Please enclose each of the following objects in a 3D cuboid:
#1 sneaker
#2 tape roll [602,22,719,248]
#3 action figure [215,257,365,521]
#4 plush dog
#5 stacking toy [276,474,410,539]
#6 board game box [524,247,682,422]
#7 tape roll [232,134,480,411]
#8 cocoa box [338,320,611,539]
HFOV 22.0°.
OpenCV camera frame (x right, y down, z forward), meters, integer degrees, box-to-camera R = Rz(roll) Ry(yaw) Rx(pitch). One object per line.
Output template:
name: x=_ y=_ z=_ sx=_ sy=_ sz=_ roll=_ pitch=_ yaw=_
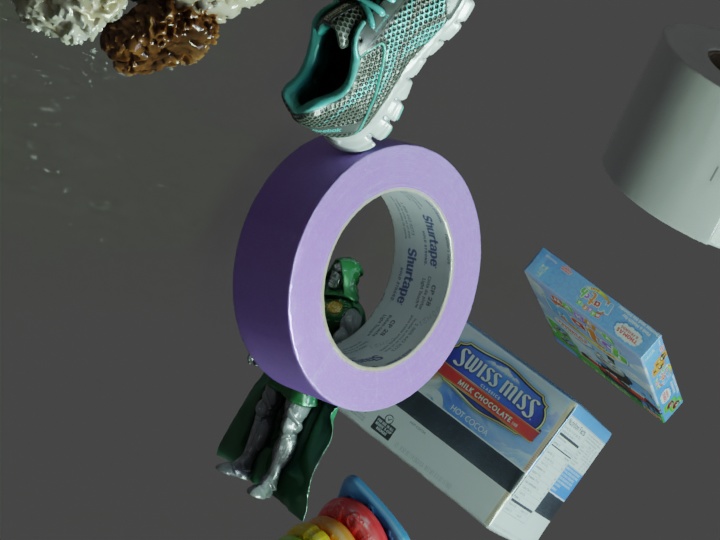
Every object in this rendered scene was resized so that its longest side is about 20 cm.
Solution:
sneaker: x=0.014 y=-0.173 z=1.268 sx=0.091 sy=0.077 sz=0.201 roll=5 pitch=116 yaw=-56
tape roll: x=0.344 y=-0.123 z=1.728 sx=0.202 sy=0.202 sz=0.140 roll=-15 pitch=136 yaw=-52
action figure: x=-0.048 y=0.081 z=1.463 sx=0.055 sy=0.118 sz=0.201 roll=18 pitch=98 yaw=-50
plush dog: x=-0.099 y=-0.196 z=0.932 sx=0.200 sy=0.172 sz=0.160 roll=-52 pitch=154 yaw=-1
stacking toy: x=-0.058 y=0.278 z=1.687 sx=0.199 sy=0.110 sz=0.117 roll=-14 pitch=138 yaw=-37
board game box: x=0.246 y=0.067 z=1.853 sx=0.037 sy=0.151 sz=0.200 roll=-48 pitch=153 yaw=-8
tape roll: x=0.000 y=0.000 z=1.377 sx=0.199 sy=0.065 sz=0.202 roll=-15 pitch=112 yaw=-41
cocoa box: x=0.095 y=0.126 z=1.617 sx=0.132 sy=0.200 sz=0.133 roll=-53 pitch=153 yaw=-1
